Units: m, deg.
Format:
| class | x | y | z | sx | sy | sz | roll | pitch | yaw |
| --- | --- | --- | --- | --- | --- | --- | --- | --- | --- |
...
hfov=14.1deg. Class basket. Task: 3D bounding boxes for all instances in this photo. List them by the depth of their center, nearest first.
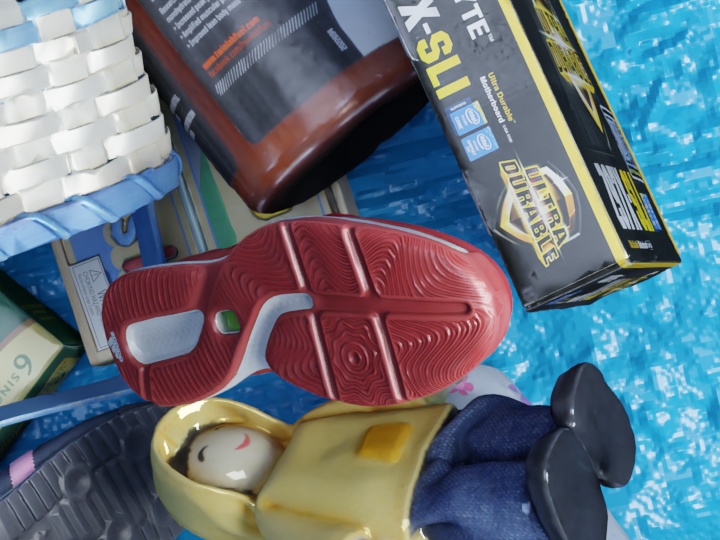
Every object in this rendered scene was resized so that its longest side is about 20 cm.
| class | x | y | z | sx | sy | sz | roll | pitch | yaw |
| --- | --- | --- | --- | --- | --- | --- | --- | --- | --- |
| basket | -0.157 | -0.027 | 1.172 | 0.139 | 0.176 | 0.201 | 15 | 116 | 51 |

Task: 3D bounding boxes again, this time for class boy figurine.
| class | x | y | z | sx | sy | sz | roll | pitch | yaw |
| --- | --- | --- | --- | --- | --- | --- | --- | --- | --- |
| boy figurine | 0.007 | 0.074 | 1.130 | 0.199 | 0.065 | 0.125 | -2 | 44 | 34 |

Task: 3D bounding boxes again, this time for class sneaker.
| class | x | y | z | sx | sy | sz | roll | pitch | yaw |
| --- | --- | --- | --- | --- | --- | --- | --- | --- | --- |
| sneaker | 0.000 | 0.000 | 1.138 | 0.199 | 0.115 | 0.079 | -1 | 109 | 42 |
| sneaker | -0.153 | 0.110 | 1.232 | 0.200 | 0.082 | 0.070 | -29 | 112 | -32 |

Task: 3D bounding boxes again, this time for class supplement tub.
| class | x | y | z | sx | sy | sz | roll | pitch | yaw |
| --- | --- | --- | --- | --- | --- | --- | --- | --- | --- |
| supplement tub | -0.061 | -0.129 | 1.196 | 0.107 | 0.107 | 0.200 | -39 | 84 | 8 |

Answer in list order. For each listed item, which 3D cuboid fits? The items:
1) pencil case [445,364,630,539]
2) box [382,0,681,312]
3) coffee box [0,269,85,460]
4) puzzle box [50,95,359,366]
| class | x | y | z | sx | sy | sz | roll | pitch | yaw |
| --- | --- | --- | --- | --- | --- | --- | --- | --- | --- |
| pencil case | 0.067 | 0.128 | 1.166 | 0.090 | 0.083 | 0.200 | -14 | 47 | -21 |
| box | 0.066 | -0.065 | 1.150 | 0.049 | 0.200 | 0.160 | -24 | 85 | 11 |
| coffee box | -0.233 | 0.018 | 1.282 | 0.200 | 0.044 | 0.123 | 40 | 95 | 8 |
| puzzle box | -0.085 | -0.072 | 1.267 | 0.133 | 0.025 | 0.201 | -20 | 86 | 9 |
